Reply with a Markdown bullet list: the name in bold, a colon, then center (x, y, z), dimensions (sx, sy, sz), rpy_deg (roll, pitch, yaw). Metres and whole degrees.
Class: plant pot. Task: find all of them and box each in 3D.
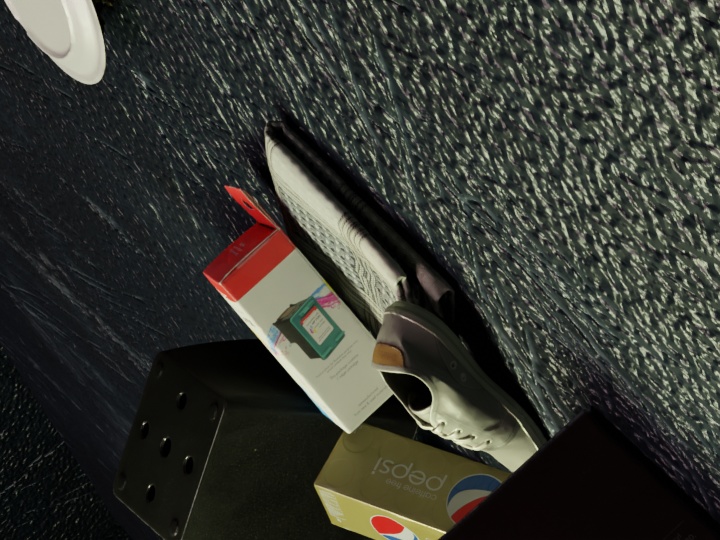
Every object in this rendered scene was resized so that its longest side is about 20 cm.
- **plant pot**: center (-0.098, 0.169, 1.776), dimensions (0.176, 0.202, 0.199), rpy_deg (13, -171, -35)

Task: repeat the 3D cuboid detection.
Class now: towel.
- **towel**: center (0.000, 0.000, 1.543), dimensions (0.200, 0.034, 0.193), rpy_deg (44, 163, 23)

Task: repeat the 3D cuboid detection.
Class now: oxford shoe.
- **oxford shoe**: center (0.071, 0.101, 1.486), dimensions (0.075, 0.058, 0.200), rpy_deg (7, 148, 49)

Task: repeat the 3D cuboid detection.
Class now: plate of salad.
- **plate of salad**: center (-0.262, -0.249, 1.695), dimensions (0.200, 0.048, 0.201), rpy_deg (45, 154, 29)

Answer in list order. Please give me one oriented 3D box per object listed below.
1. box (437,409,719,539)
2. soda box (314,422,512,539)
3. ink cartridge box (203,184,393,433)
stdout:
- **box**: center (0.165, 0.242, 1.380), dimensions (0.200, 0.164, 0.166), rpy_deg (44, 164, 25)
- **soda box**: center (0.067, 0.187, 1.596), dimensions (0.198, 0.068, 0.064), rpy_deg (18, 151, 26)
- **ink cartridge box**: center (-0.059, 0.028, 1.624), dimensions (0.200, 0.067, 0.116), rpy_deg (50, 174, -10)
